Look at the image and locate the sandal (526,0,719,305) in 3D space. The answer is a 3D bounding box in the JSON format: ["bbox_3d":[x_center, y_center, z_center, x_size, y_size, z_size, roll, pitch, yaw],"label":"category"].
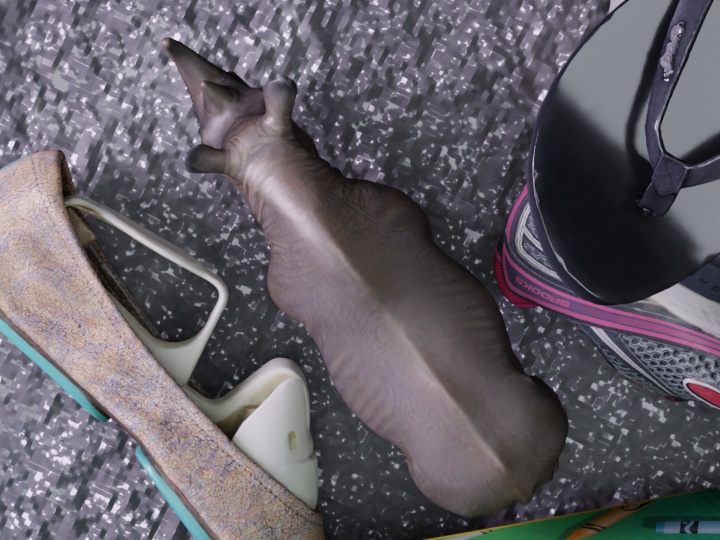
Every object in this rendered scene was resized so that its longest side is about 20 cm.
[{"bbox_3d":[0.124,-0.075,0.847,0.076,0.043,0.200,40,94,-4],"label":"sandal"}]

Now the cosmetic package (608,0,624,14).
[{"bbox_3d":[0.186,-0.093,0.906,0.200,0.071,0.105,12,99,-2],"label":"cosmetic package"}]

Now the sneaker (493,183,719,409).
[{"bbox_3d":[0.138,0.024,0.933,0.200,0.081,0.075,38,127,-6],"label":"sneaker"}]

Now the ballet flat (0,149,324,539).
[{"bbox_3d":[-0.059,0.040,0.935,0.067,0.068,0.200,-42,99,0],"label":"ballet flat"}]

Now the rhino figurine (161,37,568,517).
[{"bbox_3d":[0.000,0.000,0.915,0.060,0.087,0.200,-37,98,6],"label":"rhino figurine"}]

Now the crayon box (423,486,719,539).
[{"bbox_3d":[0.043,0.151,0.923,0.200,0.058,0.119,-9,109,-17],"label":"crayon box"}]
